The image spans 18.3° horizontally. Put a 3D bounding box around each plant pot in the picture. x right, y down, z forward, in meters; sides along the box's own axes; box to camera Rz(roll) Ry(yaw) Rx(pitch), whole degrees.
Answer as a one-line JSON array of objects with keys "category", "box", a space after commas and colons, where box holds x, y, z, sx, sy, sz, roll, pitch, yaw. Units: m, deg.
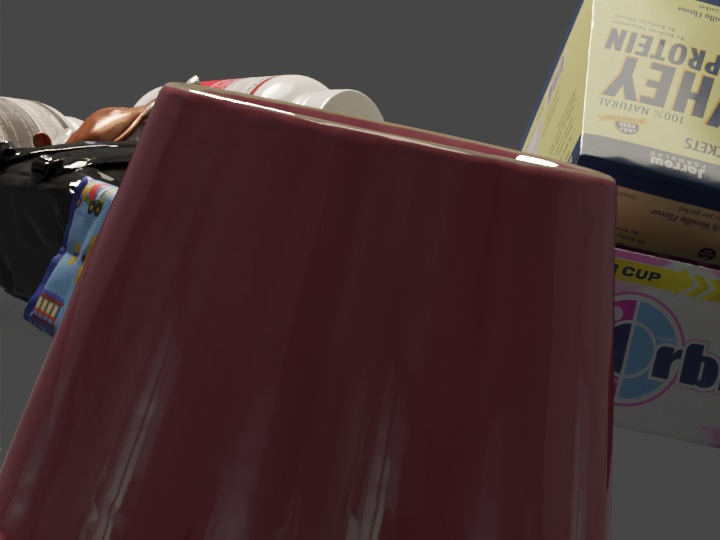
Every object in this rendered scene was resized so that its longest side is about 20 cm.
[{"category": "plant pot", "box": [-0.011, 0.048, 0.619, 0.200, 0.179, 0.200, 11, 6, -1]}]

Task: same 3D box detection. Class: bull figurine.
[{"category": "bull figurine", "box": [-0.165, -0.085, 1.558, 0.121, 0.065, 0.200, -25, 9, -12]}]

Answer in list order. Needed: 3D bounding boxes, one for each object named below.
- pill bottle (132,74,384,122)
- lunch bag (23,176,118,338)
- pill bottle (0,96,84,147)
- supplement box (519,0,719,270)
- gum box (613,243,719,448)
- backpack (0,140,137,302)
[{"category": "pill bottle", "box": [-0.080, -0.092, 1.715, 0.200, 0.112, 0.112, 1, -4, 42]}, {"category": "lunch bag", "box": [-0.063, 0.034, 1.270, 0.200, 0.094, 0.151, 24, -2, -33]}, {"category": "pill bottle", "box": [-0.275, -0.074, 1.668, 0.113, 0.113, 0.200, 15, 5, 26]}, {"category": "supplement box", "box": [0.194, -0.069, 1.580, 0.134, 0.200, 0.200, 14, 48, -5]}, {"category": "gum box", "box": [0.179, 0.044, 1.462, 0.200, 0.114, 0.066, 12, 5, -4]}, {"category": "backpack", "box": [-0.125, -0.021, 1.412, 0.200, 0.154, 0.163, -17, 17, -34]}]
